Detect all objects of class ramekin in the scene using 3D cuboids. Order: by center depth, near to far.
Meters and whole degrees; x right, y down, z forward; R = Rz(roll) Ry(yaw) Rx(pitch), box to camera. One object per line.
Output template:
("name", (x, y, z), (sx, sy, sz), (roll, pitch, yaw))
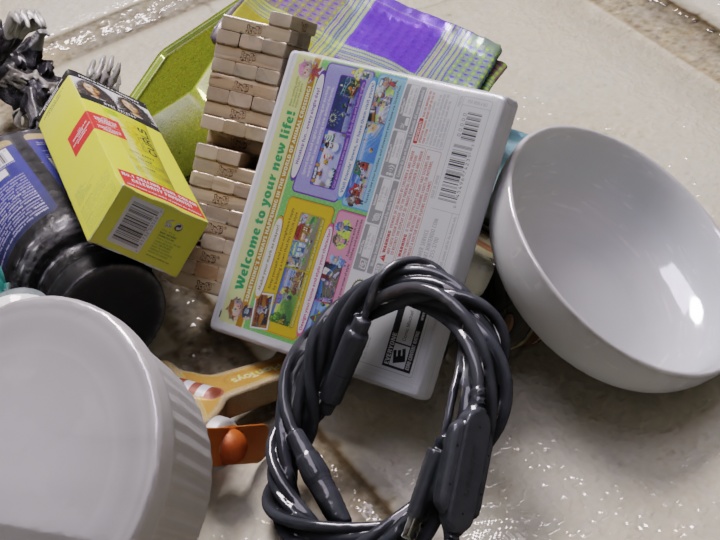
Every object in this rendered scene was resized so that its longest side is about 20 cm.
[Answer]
("ramekin", (-0.180, 0.125, 1.168), (0.201, 0.094, 0.203), (-9, 69, 25))

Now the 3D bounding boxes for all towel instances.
("towel", (-0.001, -0.168, 1.449), (0.199, 0.023, 0.144), (27, 43, 10))

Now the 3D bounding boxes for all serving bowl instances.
("serving bowl", (0.160, 0.002, 1.278), (0.199, 0.066, 0.201), (23, 44, -24))

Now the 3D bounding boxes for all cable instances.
("cable", (0.015, 0.090, 1.205), (0.163, 0.051, 0.201), (0, 74, 37))

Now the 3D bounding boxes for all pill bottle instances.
("pill bottle", (-0.218, -0.015, 1.414), (0.111, 0.112, 0.200), (-23, 38, -17))

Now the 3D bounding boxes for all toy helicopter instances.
("toy helicopter", (-0.094, 0.088, 1.281), (0.199, 0.079, 0.132), (-17, 28, -30))

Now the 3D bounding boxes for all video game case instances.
("video game case", (-0.001, -0.034, 1.281), (0.181, 0.201, 0.022), (16, 0, 36))

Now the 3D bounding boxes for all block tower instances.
("block tower", (-0.083, -0.084, 1.366), (0.058, 0.201, 0.054), (15, 6, 16))

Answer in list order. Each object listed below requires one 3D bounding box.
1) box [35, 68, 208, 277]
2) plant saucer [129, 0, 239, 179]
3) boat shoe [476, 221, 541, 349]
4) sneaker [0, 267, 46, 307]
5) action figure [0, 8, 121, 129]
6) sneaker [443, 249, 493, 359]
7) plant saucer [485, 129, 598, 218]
("box", (-0.171, -0.072, 1.369), (0.075, 0.050, 0.200), (24, 18, -29))
("plant saucer", (-0.129, -0.141, 1.517), (0.199, 0.048, 0.200), (-26, 28, 43))
("boat shoe", (0.074, -0.002, 1.367), (0.074, 0.076, 0.200), (-1, 29, -37))
("sneaker", (-0.255, 0.032, 1.291), (0.083, 0.200, 0.121), (17, 53, -30))
("action figure", (-0.259, -0.156, 1.615), (0.119, 0.102, 0.200), (21, 24, -35))
("sneaker", (-0.001, 0.000, 1.336), (0.077, 0.112, 0.200), (12, 20, -48))
("plant saucer", (0.096, -0.072, 1.421), (0.199, 0.028, 0.200), (14, 18, -5))
